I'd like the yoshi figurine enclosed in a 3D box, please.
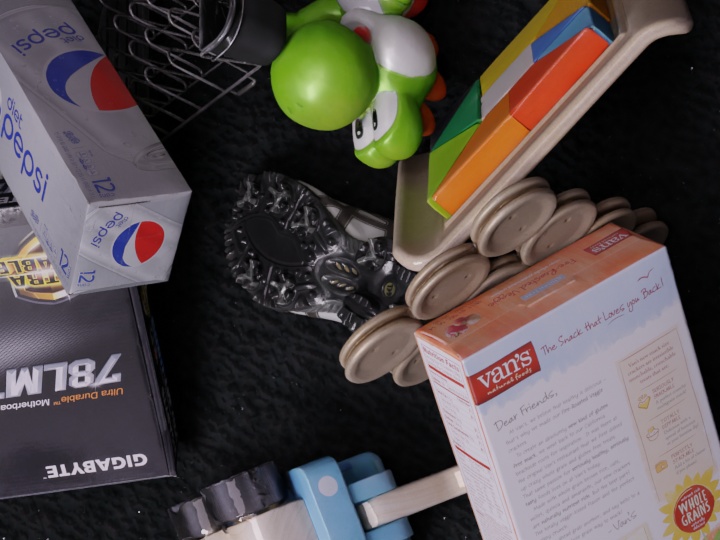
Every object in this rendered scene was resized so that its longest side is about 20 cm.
[{"bbox_3d":[-0.010,-0.159,1.380,0.112,0.112,0.200,-6,74,2],"label":"yoshi figurine"}]

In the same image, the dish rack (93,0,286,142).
[{"bbox_3d":[-0.113,-0.150,1.416,0.200,0.055,0.154,-32,48,43],"label":"dish rack"}]

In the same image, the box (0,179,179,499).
[{"bbox_3d":[-0.223,0.044,1.455,0.200,0.050,0.199,-7,117,4],"label":"box"}]

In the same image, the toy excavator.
[{"bbox_3d":[0.012,0.139,1.421,0.100,0.200,0.194,67,154,5],"label":"toy excavator"}]

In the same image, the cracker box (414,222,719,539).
[{"bbox_3d":[0.122,0.093,1.316,0.134,0.058,0.200,-28,118,-19],"label":"cracker box"}]

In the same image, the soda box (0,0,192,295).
[{"bbox_3d":[-0.166,-0.078,1.362,0.200,0.063,0.068,56,142,39],"label":"soda box"}]

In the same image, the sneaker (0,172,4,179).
[{"bbox_3d":[-0.208,-0.019,1.485,0.073,0.071,0.200,0,107,-11],"label":"sneaker"}]

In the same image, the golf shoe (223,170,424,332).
[{"bbox_3d":[0.000,0.000,1.430,0.200,0.094,0.078,30,104,43],"label":"golf shoe"}]

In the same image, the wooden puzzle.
[{"bbox_3d":[0.092,-0.099,1.332,0.200,0.185,0.037,-43,103,15],"label":"wooden puzzle"}]

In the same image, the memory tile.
[{"bbox_3d":[0.082,0.011,1.331,0.153,0.200,0.017,-45,65,18],"label":"memory tile"}]
